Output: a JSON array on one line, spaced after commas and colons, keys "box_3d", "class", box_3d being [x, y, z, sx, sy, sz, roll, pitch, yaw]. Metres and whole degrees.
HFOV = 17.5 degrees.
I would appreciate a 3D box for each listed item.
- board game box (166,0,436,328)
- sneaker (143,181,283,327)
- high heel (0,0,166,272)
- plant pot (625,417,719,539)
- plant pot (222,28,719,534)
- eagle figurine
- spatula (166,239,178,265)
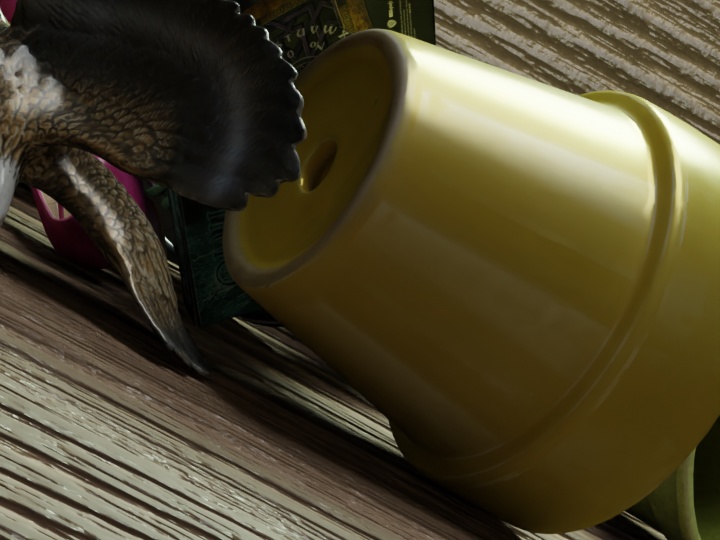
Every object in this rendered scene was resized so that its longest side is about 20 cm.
[{"box_3d": [-0.029, -0.070, 1.100, 0.028, 0.135, 0.200, -118, -162, -47], "class": "board game box"}, {"box_3d": [-0.094, -0.038, 1.276, 0.200, 0.074, 0.088, 35, 0, 42], "class": "sneaker"}, {"box_3d": [-0.153, -0.090, 1.159, 0.096, 0.067, 0.200, 41, 31, -67], "class": "high heel"}, {"box_3d": [0.176, 0.065, 1.354, 0.184, 0.201, 0.200, 18, -5, 41], "class": "plant pot"}, {"box_3d": [0.049, -0.009, 1.046, 0.189, 0.201, 0.201, 30, 3, -27], "class": "plant pot"}, {"box_3d": [-0.129, -0.055, 0.997, 0.200, 0.151, 0.152, 19, -6, -4], "class": "eagle figurine"}, {"box_3d": [-0.073, 0.003, 1.371, 0.200, 0.021, 0.057, 25, 10, -20], "class": "spatula"}]
